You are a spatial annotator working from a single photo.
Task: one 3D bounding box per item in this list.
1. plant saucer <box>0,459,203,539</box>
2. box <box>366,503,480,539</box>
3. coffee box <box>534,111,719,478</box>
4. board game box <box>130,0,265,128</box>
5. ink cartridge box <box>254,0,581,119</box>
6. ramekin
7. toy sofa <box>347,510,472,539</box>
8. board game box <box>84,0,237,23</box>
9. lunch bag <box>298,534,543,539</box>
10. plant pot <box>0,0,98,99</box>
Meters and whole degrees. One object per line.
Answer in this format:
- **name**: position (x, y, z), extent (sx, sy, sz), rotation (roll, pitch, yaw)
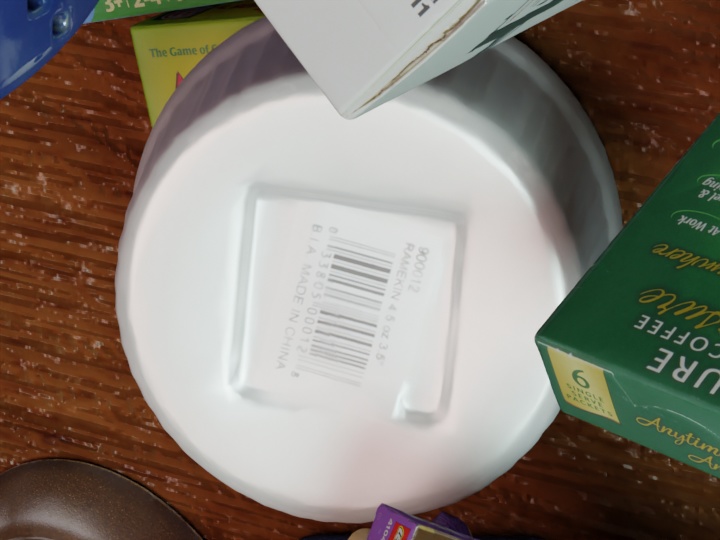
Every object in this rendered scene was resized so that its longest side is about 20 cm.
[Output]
- **plant saucer**: position (-0.131, 0.189, 1.364), extent (0.200, 0.032, 0.201), rotation (16, 119, 31)
- **box**: position (0.073, 0.181, 1.012), extent (0.039, 0.200, 0.137), rotation (19, 87, 67)
- **coffee box**: position (0.163, -0.013, 0.949), extent (0.123, 0.200, 0.044), rotation (21, 149, 35)
- **board game box**: position (-0.024, -0.014, 1.188), extent (0.101, 0.048, 0.201), rotation (0, 109, 37)
- **ink cartridge box**: position (0.029, -0.155, 0.989), extent (0.147, 0.200, 0.083), rotation (54, 130, 5)
- **ramekin**: position (0.000, 0.000, 1.092), extent (0.200, 0.098, 0.201), rotation (2, 106, 7)
- **toy sofa**: position (0.041, 0.197, 1.068), extent (0.200, 0.097, 0.083), rotation (67, 168, -15)
- **board game box**: position (-0.093, -0.207, 1.165), extent (0.151, 0.037, 0.201), rotation (-4, 105, 38)
- **lunch bag**: position (-0.002, 0.196, 1.205), extent (0.200, 0.132, 0.136), rotation (-6, 105, 37)
- **plant pot**: position (-0.176, -0.190, 1.091), extent (0.200, 0.180, 0.201), rotation (17, 119, 32)
